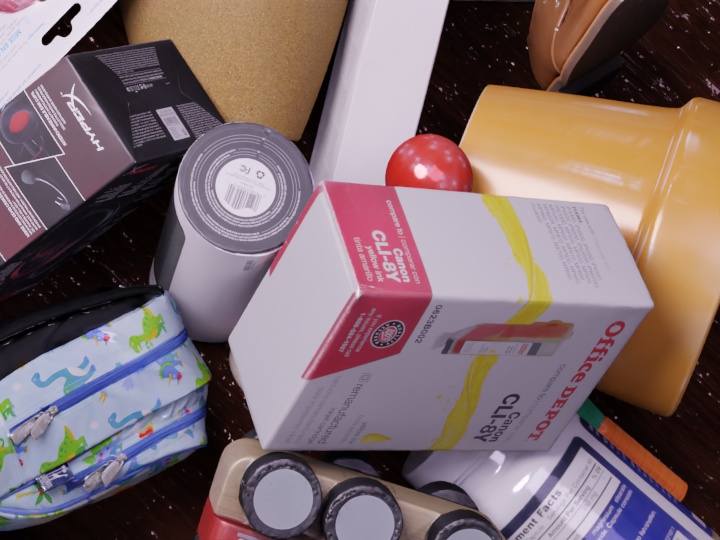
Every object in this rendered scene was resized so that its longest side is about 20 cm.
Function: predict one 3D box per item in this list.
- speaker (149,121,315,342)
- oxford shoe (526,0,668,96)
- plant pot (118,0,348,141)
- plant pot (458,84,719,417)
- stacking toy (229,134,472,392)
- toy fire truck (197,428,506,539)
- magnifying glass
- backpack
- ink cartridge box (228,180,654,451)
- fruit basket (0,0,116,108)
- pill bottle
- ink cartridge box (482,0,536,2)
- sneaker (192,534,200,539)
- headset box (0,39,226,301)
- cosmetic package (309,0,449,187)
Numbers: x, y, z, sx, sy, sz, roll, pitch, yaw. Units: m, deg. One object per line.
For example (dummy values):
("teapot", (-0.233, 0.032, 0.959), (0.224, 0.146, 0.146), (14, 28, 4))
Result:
("speaker", (-0.081, -0.019, 1.273), (0.080, 0.200, 0.082), (3, 74, -10))
("oxford shoe", (0.143, -0.163, 1.363), (0.071, 0.200, 0.072), (-28, 84, -16))
("plant pot", (-0.081, -0.184, 1.333), (0.185, 0.186, 0.202), (1, 93, -15))
("plant pot", (0.146, -0.030, 1.353), (0.182, 0.200, 0.202), (19, 74, 6))
("stacking toy", (0.000, 0.000, 1.301), (0.085, 0.085, 0.201), (30, 110, -7))
("toy fire truck", (-0.020, 0.215, 1.220), (0.175, 0.129, 0.202), (18, 95, -11))
("magnifying glass", (0.137, 0.090, 1.383), (0.199, 0.080, 0.022), (38, 77, -16))
("backpack", (-0.187, 0.084, 1.258), (0.200, 0.163, 0.154), (-43, 100, -25))
("ink cartridge box", (0.046, 0.031, 1.205), (0.198, 0.146, 0.084), (3, 48, -29))
("fruit basket", (-0.231, -0.210, 1.300), (0.185, 0.094, 0.200), (-45, 78, 15))
("pill bottle", (0.129, 0.158, 1.338), (0.200, 0.116, 0.116), (41, 72, -3))
("ink cartridge box", (0.062, -0.291, 1.425), (0.144, 0.083, 0.202), (-1, 81, -15))
("sneaker", (-0.078, 0.219, 1.290), (0.111, 0.077, 0.200), (42, 71, -6))
("headset box", (-0.193, -0.046, 1.242), (0.199, 0.149, 0.075), (-35, 87, 21))
("cosmetic package", (0.015, -0.129, 1.335), (0.050, 0.083, 0.202), (11, 108, -12))
